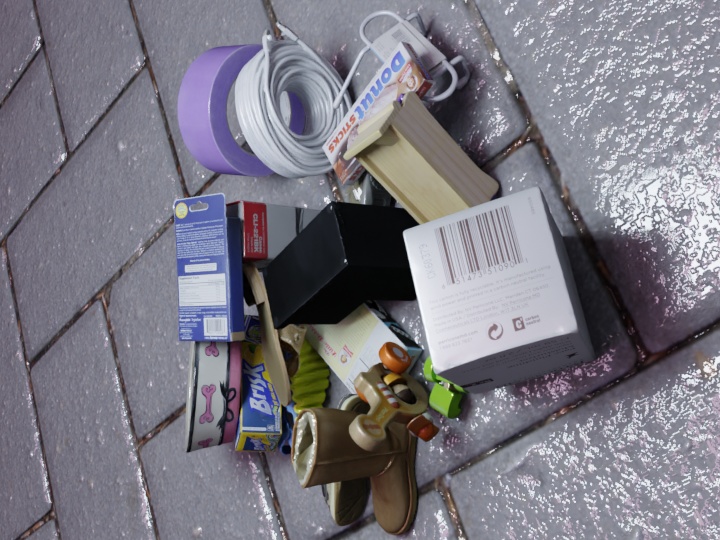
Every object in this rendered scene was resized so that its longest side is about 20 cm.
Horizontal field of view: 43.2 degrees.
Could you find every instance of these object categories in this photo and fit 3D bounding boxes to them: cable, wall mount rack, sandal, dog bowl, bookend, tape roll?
[{"bbox_3d":[-0.098,-0.237,1.351,0.069,0.199,0.203,-12,58,46],"label":"cable"},{"bbox_3d":[0.050,-0.264,1.264,0.173,0.075,0.201,-36,57,-2],"label":"wall mount rack"},{"bbox_3d":[-0.095,0.205,1.384,0.086,0.079,0.204,-11,77,46],"label":"sandal"},{"bbox_3d":[-0.227,0.177,1.397,0.200,0.072,0.204,-177,90,-78],"label":"dog bowl"},{"bbox_3d":[0.000,0.000,1.257,0.198,0.197,0.094,-41,56,46],"label":"bookend"},{"bbox_3d":[-0.111,0.085,1.318,0.077,0.069,0.215,-2,107,65],"label":"sandal"},{"bbox_3d":[-0.185,-0.252,1.436,0.084,0.198,0.204,10,92,42],"label":"tape roll"}]

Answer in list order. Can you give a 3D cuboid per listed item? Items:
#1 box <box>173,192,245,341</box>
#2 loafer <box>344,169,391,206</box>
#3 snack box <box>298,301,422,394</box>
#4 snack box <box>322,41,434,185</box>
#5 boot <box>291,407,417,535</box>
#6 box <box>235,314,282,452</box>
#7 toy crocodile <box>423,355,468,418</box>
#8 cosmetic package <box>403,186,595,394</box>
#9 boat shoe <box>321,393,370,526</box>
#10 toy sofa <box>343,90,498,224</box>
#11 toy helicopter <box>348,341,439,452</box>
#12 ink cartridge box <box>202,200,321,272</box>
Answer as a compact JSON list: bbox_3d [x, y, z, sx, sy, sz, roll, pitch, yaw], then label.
[{"bbox_3d":[-0.214,-0.003,1.281,0.120,0.032,0.204,-3,90,42],"label":"box"},{"bbox_3d":[0.008,-0.125,1.322,0.069,0.075,0.204,13,91,42],"label":"loafer"},{"bbox_3d":[-0.006,0.100,1.335,0.200,0.037,0.117,46,115,36],"label":"snack box"},{"bbox_3d":[0.021,-0.209,1.231,0.200,0.024,0.073,-49,57,35],"label":"snack box"},{"bbox_3d":[-0.010,0.270,1.208,0.065,0.198,0.179,-4,82,42],"label":"boot"},{"bbox_3d":[-0.158,0.173,1.401,0.070,0.063,0.203,113,157,-52],"label":"box"},{"bbox_3d":[0.133,0.095,1.197,0.067,0.061,0.204,10,88,42],"label":"toy crocodile"},{"bbox_3d":[0.164,0.032,1.045,0.162,0.200,0.168,-18,71,16],"label":"cosmetic package"},{"bbox_3d":[-0.028,0.265,1.299,0.066,0.071,0.205,25,119,46],"label":"boat shoe"},{"bbox_3d":[0.083,-0.126,1.184,0.082,0.200,0.098,-27,24,50],"label":"toy sofa"},{"bbox_3d":[0.040,0.184,1.167,0.132,0.200,0.079,41,114,5],"label":"toy helicopter"},{"bbox_3d":[-0.148,-0.047,1.379,0.143,0.198,0.086,-8,83,42],"label":"ink cartridge box"}]
